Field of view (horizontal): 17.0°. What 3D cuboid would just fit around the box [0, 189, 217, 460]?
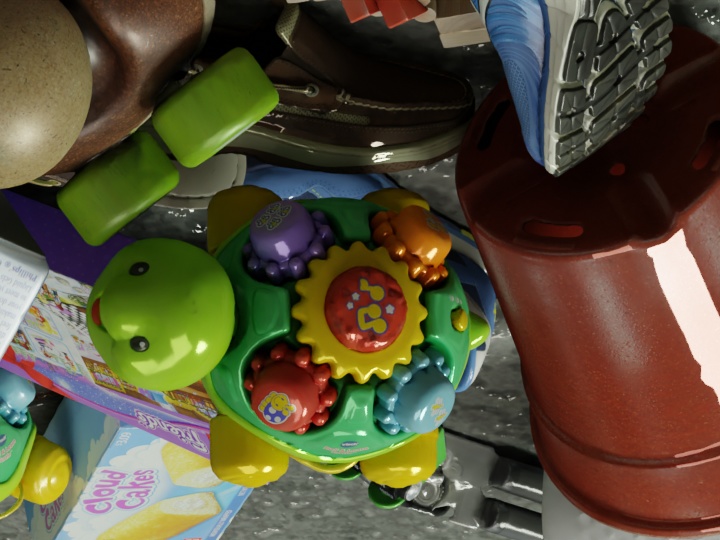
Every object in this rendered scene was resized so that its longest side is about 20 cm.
[{"bbox_3d":[-0.134,0.029,1.286,0.199,0.039,0.137,21,149,30],"label":"box"}]

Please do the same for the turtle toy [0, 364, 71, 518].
[{"bbox_3d":[-0.263,0.098,1.377,0.145,0.200,0.102,19,123,24],"label":"turtle toy"}]

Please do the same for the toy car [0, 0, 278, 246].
[{"bbox_3d":[-0.164,-0.076,1.026,0.158,0.200,0.165,-35,94,42],"label":"toy car"}]

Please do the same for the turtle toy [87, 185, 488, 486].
[{"bbox_3d":[-0.032,0.025,1.135,0.198,0.147,0.101,1,169,-16],"label":"turtle toy"}]

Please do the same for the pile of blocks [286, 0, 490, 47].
[{"bbox_3d":[-0.006,-0.149,1.085,0.198,0.063,0.082,12,146,-16],"label":"pile of blocks"}]

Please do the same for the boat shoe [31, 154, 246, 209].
[{"bbox_3d":[-0.151,-0.075,1.201,0.199,0.072,0.059,17,162,-31],"label":"boat shoe"}]

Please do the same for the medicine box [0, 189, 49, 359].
[{"bbox_3d":[-0.263,0.028,1.184,0.102,0.182,0.201,24,102,-32],"label":"medicine box"}]

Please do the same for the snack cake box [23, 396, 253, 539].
[{"bbox_3d":[-0.125,0.109,1.460,0.114,0.068,0.200,-2,151,-24],"label":"snack cake box"}]

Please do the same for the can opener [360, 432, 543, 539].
[{"bbox_3d":[0.088,0.144,1.558,0.199,0.054,0.067,20,175,-27],"label":"can opener"}]

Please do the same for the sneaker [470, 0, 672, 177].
[{"bbox_3d":[0.080,-0.133,1.066,0.089,0.078,0.201,32,144,39],"label":"sneaker"}]

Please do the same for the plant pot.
[{"bbox_3d":[0.147,-0.005,1.199,0.199,0.202,0.196,-12,136,20],"label":"plant pot"}]

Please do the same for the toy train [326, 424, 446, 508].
[{"bbox_3d":[-0.036,0.061,1.329,0.199,0.056,0.042,33,153,26],"label":"toy train"}]

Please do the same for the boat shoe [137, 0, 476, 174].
[{"bbox_3d":[-0.035,-0.094,1.164,0.201,0.075,0.075,-1,121,-19],"label":"boat shoe"}]

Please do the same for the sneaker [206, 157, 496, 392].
[{"bbox_3d":[0.000,0.000,1.295,0.199,0.083,0.074,26,142,-31],"label":"sneaker"}]

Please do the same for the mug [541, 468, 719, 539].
[{"bbox_3d":[0.198,0.165,1.434,0.174,0.202,0.148,0,153,13],"label":"mug"}]
